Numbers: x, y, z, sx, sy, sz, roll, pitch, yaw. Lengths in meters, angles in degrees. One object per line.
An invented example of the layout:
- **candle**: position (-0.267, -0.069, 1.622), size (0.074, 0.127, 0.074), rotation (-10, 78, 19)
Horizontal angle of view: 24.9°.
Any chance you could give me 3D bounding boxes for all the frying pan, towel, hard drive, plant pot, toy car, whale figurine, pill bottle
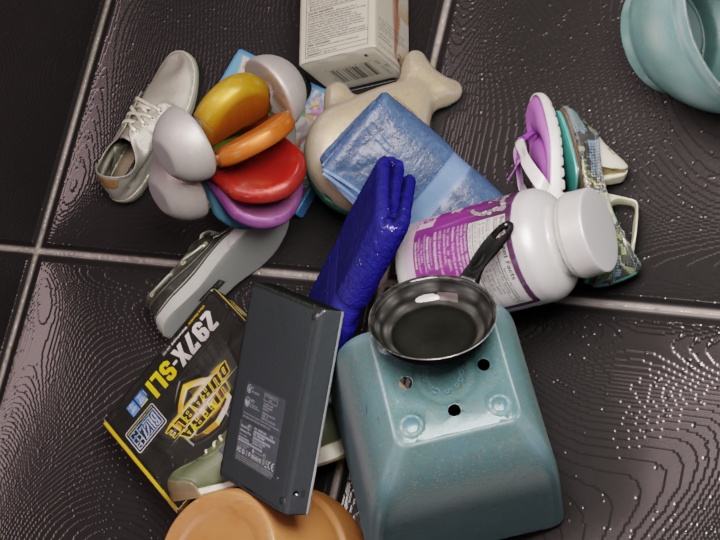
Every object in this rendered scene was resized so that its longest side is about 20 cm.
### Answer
- **frying pan**: position (0.071, 0.022, 1.468), size (0.114, 0.031, 0.191), rotation (2, 39, 13)
- **towel**: position (0.000, 0.000, 1.616), size (0.148, 0.049, 0.201), rotation (-89, 23, -57)
- **hard drive**: position (-0.080, 0.122, 1.599), size (0.139, 0.033, 0.202), rotation (19, 101, 56)
- **plant pot**: position (0.080, 0.136, 1.528), size (0.194, 0.200, 0.197), rotation (-12, 63, -4)
- **plant pot**: position (-0.108, 0.303, 1.646), size (0.199, 0.140, 0.201), rotation (-11, 66, 25)
- **toy car**: position (-0.121, -0.116, 1.725), size (0.175, 0.200, 0.150), rotation (-35, 76, -23)
- **plant pot**: position (0.339, -0.242, 1.586), size (0.134, 0.199, 0.202), rotation (-8, 64, 56)
- **whale figurine**: position (0.023, -0.144, 1.777), size (0.159, 0.104, 0.200), rotation (38, 70, 4)
- **towel**: position (0.061, -0.082, 1.684), size (0.200, 0.049, 0.112), rotation (41, 95, -7)
- **pill bottle**: position (0.142, -0.016, 1.581), size (0.199, 0.112, 0.113), rotation (-15, 64, 30)

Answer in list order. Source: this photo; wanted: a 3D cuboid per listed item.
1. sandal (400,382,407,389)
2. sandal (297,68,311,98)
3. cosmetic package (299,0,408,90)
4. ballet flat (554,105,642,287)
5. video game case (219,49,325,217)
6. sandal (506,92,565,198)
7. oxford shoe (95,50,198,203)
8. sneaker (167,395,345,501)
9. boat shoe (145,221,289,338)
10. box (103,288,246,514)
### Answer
- **sandal**: position (0.029, 0.172, 1.659), size (0.078, 0.070, 0.212), rotation (-39, 57, 11)
- **sandal**: position (-0.126, -0.145, 1.869), size (0.200, 0.048, 0.075), rotation (-46, 54, -8)
- **cosmetic package**: position (-0.006, -0.315, 1.855), size (0.103, 0.087, 0.201), rotation (-9, 68, 28)
- **ballet flat**: position (0.242, -0.076, 1.645), size (0.074, 0.074, 0.201), rotation (-17, 66, 23)
- **video game case**: position (-0.105, -0.162, 1.895), size (0.199, 0.018, 0.144), rotation (29, 88, 35)
- **sandal**: position (0.176, -0.090, 1.665), size (0.049, 0.083, 0.204), rotation (2, 69, -10)
- **oxford shoe**: position (-0.256, -0.177, 1.964), size (0.075, 0.058, 0.201), rotation (22, 82, 36)
- **sneaker**: position (-0.113, 0.173, 1.705), size (0.199, 0.067, 0.090), rotation (-15, 92, 3)
- **boat shoe**: position (-0.167, -0.012, 1.841), size (0.200, 0.071, 0.064), rotation (-43, 58, 11)
- **box**: position (-0.170, 0.145, 1.797), size (0.200, 0.049, 0.160), rotation (-50, 54, 5)
